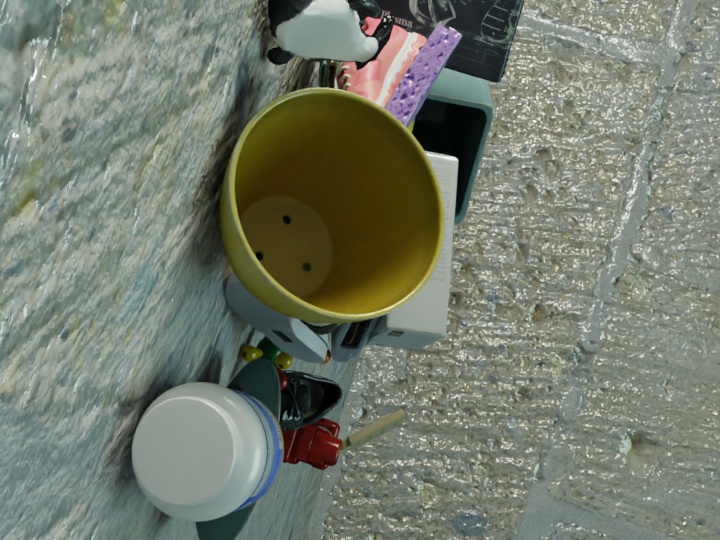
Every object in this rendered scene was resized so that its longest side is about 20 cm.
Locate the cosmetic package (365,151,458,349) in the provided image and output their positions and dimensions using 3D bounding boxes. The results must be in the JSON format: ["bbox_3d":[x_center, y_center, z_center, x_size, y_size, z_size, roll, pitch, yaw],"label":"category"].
[{"bbox_3d":[0.055,-0.021,1.191,0.102,0.073,0.203,140,-44,-72],"label":"cosmetic package"}]

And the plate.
[{"bbox_3d":[-0.135,0.182,1.100,0.200,0.025,0.202,-46,-147,42],"label":"plate"}]

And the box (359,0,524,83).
[{"bbox_3d":[0.103,-0.350,1.289,0.124,0.198,0.199,-59,164,-72],"label":"box"}]

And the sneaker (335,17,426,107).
[{"bbox_3d":[-0.001,-0.205,1.198,0.201,0.086,0.074,-61,-178,-37],"label":"sneaker"}]

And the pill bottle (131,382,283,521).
[{"bbox_3d":[-0.130,0.153,0.918,0.200,0.111,0.113,68,40,-81],"label":"pill bottle"}]

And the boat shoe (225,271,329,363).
[{"bbox_3d":[-0.076,0.030,1.126,0.200,0.070,0.071,50,52,-56],"label":"boat shoe"}]

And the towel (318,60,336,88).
[{"bbox_3d":[-0.040,-0.180,1.143,0.201,0.021,0.148,98,-6,-47],"label":"towel"}]

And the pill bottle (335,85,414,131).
[{"bbox_3d":[0.000,-0.140,1.352,0.113,0.111,0.202,-67,172,-49],"label":"pill bottle"}]

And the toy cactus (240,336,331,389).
[{"bbox_3d":[-0.082,0.051,1.288,0.165,0.101,0.203,132,-33,-80],"label":"toy cactus"}]

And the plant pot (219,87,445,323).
[{"bbox_3d":[-0.045,-0.039,0.957,0.142,0.199,0.202,-32,-146,59],"label":"plant pot"}]

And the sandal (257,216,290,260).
[{"bbox_3d":[-0.081,-0.042,1.149,0.075,0.047,0.203,-62,167,-67],"label":"sandal"}]

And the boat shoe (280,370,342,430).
[{"bbox_3d":[-0.084,0.157,1.322,0.199,0.065,0.076,18,64,-61],"label":"boat shoe"}]

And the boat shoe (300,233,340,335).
[{"bbox_3d":[-0.029,-0.038,1.080,0.061,0.071,0.204,79,20,-71],"label":"boat shoe"}]

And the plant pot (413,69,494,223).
[{"bbox_3d":[0.075,-0.219,1.556,0.201,0.193,0.198,-83,-176,-52],"label":"plant pot"}]

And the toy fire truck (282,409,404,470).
[{"bbox_3d":[-0.050,0.224,1.490,0.176,0.198,0.130,67,41,-81],"label":"toy fire truck"}]

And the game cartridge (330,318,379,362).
[{"bbox_3d":[0.000,0.000,1.175,0.201,0.041,0.135,115,-27,-59],"label":"game cartridge"}]

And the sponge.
[{"bbox_3d":[0.044,-0.164,1.110,0.112,0.030,0.200,-59,-179,-15],"label":"sponge"}]

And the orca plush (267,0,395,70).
[{"bbox_3d":[-0.030,-0.234,0.956,0.105,0.072,0.199,-27,171,34],"label":"orca plush"}]
